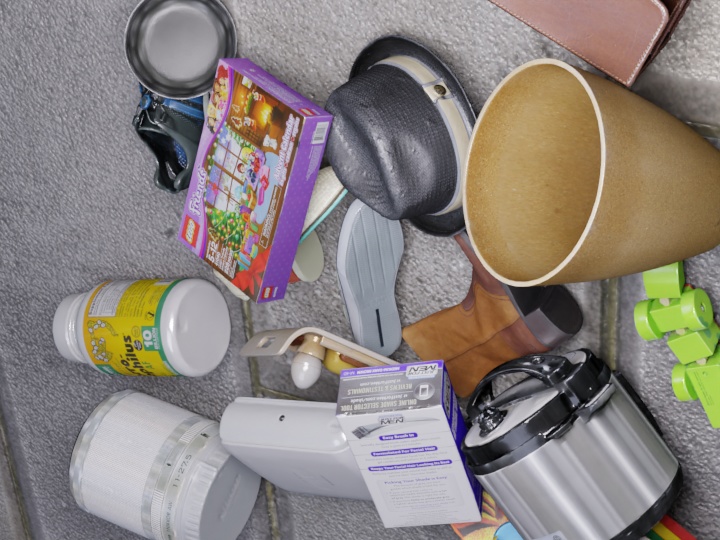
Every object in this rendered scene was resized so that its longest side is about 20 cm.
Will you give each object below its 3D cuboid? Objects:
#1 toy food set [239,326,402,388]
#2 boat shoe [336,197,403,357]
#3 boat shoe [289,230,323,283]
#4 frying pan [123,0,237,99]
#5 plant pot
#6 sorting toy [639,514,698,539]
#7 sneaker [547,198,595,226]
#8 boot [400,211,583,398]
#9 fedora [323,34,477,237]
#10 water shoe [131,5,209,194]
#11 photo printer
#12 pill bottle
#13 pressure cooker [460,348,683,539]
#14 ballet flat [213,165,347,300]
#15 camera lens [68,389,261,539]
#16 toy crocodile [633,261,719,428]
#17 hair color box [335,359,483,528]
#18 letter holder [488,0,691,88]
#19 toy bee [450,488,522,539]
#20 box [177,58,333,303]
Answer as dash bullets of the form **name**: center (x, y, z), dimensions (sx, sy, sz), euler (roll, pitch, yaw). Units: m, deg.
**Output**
- **toy food set**: center (-0.017, 0.116, 1.614), dimensions (0.199, 0.061, 0.143), euler (25, 168, -18)
- **boat shoe**: center (0.000, 0.000, 1.594), dimensions (0.067, 0.073, 0.201), euler (47, 145, 49)
- **boat shoe**: center (-0.101, -0.073, 1.616), dimensions (0.062, 0.071, 0.201), euler (1, 124, 36)
- **frying pan**: center (-0.149, -0.211, 1.551), dimensions (0.189, 0.031, 0.115), euler (31, 90, -2)
- **plant pot**: center (0.219, -0.070, 1.305), dimensions (0.186, 0.199, 0.188), euler (-16, 71, 55)
- **sorting toy**: center (0.312, 0.319, 1.571), dimensions (0.198, 0.070, 0.200), euler (39, 156, -11)
- **sneaker**: center (0.169, -0.066, 1.415), dimensions (0.199, 0.100, 0.070), euler (29, 130, 13)
- **boot**: center (0.107, 0.026, 1.565), dimensions (0.188, 0.069, 0.200), euler (44, 142, -10)
- **fedora**: center (0.027, -0.116, 1.442), dimensions (0.200, 0.091, 0.202), euler (30, 131, 42)
- **water shoe**: center (-0.201, -0.177, 1.601), dimensions (0.071, 0.079, 0.201), euler (2, 120, 32)
- **photo printer**: center (-0.035, 0.203, 1.719), dimensions (0.199, 0.070, 0.166), euler (1, 152, 33)
- **pill bottle**: center (-0.259, 0.067, 1.785), dimensions (0.199, 0.113, 0.113), euler (-1, 120, 34)
- **pressure cooker**: center (0.197, 0.172, 1.501), dimensions (0.176, 0.179, 0.200), euler (-37, 94, 12)
- **ballet flat**: center (-0.082, -0.047, 1.546), dimensions (0.062, 0.068, 0.200), euler (36, 117, -11)
- **camera lens**: center (-0.240, 0.245, 1.862), dimensions (0.199, 0.160, 0.161), euler (18, 129, 22)
- **toy crocodile**: center (0.317, 0.067, 1.443), dimensions (0.067, 0.062, 0.201), euler (-16, 115, 39)
- **hair color box**: center (0.054, 0.180, 1.561), dimensions (0.109, 0.065, 0.201), euler (-6, 138, 14)
- **letter holder**: center (0.184, -0.275, 1.264), dimensions (0.199, 0.101, 0.143), euler (34, 131, 10)
- **toy bee**: center (0.149, 0.320, 1.675), dimensions (0.200, 0.109, 0.131), euler (47, 177, 26)
- **box**: center (-0.106, -0.088, 1.493), dimensions (0.137, 0.039, 0.201), euler (36, 121, 37)
